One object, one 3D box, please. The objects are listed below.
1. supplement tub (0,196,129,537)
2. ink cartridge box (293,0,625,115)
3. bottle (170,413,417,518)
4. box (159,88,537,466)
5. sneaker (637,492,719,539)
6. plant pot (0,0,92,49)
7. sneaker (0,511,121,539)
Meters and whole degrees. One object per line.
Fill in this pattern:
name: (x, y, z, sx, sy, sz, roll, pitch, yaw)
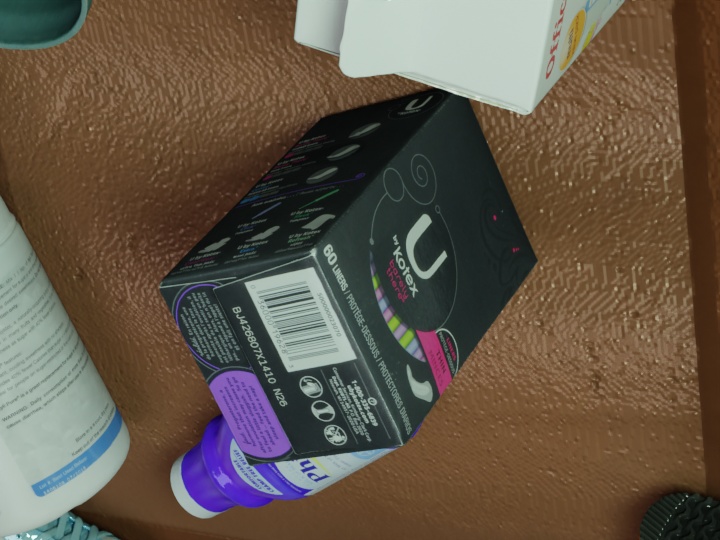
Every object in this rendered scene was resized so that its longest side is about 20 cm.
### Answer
supplement tub: (-0.249, 0.062, 1.301, 0.131, 0.132, 0.201, -11, 114, 33)
ink cartridge box: (0.060, -0.174, 0.935, 0.125, 0.200, 0.129, 19, 127, 17)
bottle: (-0.045, 0.103, 1.258, 0.200, 0.065, 0.084, -32, 103, 39)
box: (0.000, 0.000, 1.079, 0.106, 0.200, 0.123, -11, 114, 33)
sneaker: (0.254, 0.206, 1.170, 0.199, 0.070, 0.090, 25, 143, 13)
plant pot: (-0.213, -0.233, 1.065, 0.199, 0.135, 0.200, 19, 157, 8)
sneaker: (-0.195, 0.204, 1.409, 0.082, 0.074, 0.200, -28, 112, 30)
